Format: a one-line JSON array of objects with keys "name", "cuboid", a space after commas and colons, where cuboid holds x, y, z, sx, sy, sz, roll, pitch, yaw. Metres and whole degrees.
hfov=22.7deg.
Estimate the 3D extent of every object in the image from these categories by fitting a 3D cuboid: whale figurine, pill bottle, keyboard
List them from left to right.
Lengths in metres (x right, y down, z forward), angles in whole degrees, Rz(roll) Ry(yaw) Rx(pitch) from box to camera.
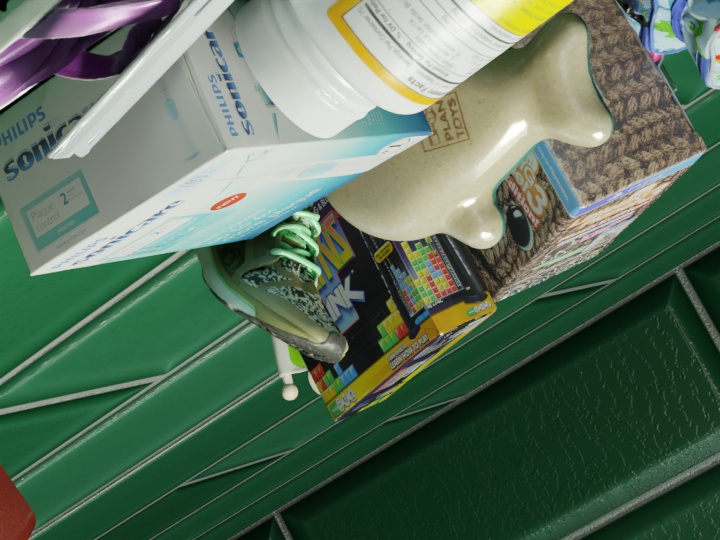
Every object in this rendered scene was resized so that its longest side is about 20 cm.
[{"name": "keyboard", "cuboid": [-0.067, -0.123, 0.804, 0.200, 0.011, 0.056, -46, 179, 2]}, {"name": "pill bottle", "cuboid": [0.038, -0.149, 0.844, 0.199, 0.110, 0.109, -34, 168, 23]}, {"name": "whale figurine", "cuboid": [0.063, -0.094, 1.068, 0.199, 0.160, 0.104, -15, -176, 34]}]

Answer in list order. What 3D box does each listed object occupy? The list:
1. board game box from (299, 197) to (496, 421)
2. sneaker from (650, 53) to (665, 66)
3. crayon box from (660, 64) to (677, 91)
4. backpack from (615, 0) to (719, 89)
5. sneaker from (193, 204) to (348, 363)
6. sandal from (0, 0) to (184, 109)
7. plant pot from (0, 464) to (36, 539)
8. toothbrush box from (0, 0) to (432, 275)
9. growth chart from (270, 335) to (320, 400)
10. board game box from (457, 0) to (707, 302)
[{"name": "board game box", "cuboid": [0.000, 0.000, 1.310, 0.056, 0.166, 0.200, -23, 168, -30]}, {"name": "sneaker", "cuboid": [0.170, -0.151, 1.288, 0.080, 0.075, 0.200, -26, 170, -13]}, {"name": "crayon box", "cuboid": [0.155, -0.110, 1.512, 0.199, 0.052, 0.126, -25, 169, -16]}, {"name": "backpack", "cuboid": [0.228, -0.194, 1.040, 0.182, 0.148, 0.200, -26, 172, 2]}, {"name": "sneaker", "cuboid": [-0.054, -0.023, 1.101, 0.089, 0.200, 0.077, -50, 136, 11]}, {"name": "sandal", "cuboid": [-0.120, -0.106, 0.808, 0.202, 0.050, 0.082, -33, 171, 13]}, {"name": "plant pot", "cuboid": [-0.353, 0.187, 1.268, 0.199, 0.201, 0.176, -36, 180, 38]}, {"name": "toothbrush box", "cuboid": [-0.079, -0.074, 0.956, 0.146, 0.086, 0.199, -28, 170, 30]}, {"name": "growth chart", "cuboid": [-0.004, 0.008, 1.420, 0.199, 0.146, 0.018, -32, 157, 29]}, {"name": "board game box", "cuboid": [0.115, -0.093, 1.187, 0.096, 0.160, 0.200, -24, 168, -19]}]
